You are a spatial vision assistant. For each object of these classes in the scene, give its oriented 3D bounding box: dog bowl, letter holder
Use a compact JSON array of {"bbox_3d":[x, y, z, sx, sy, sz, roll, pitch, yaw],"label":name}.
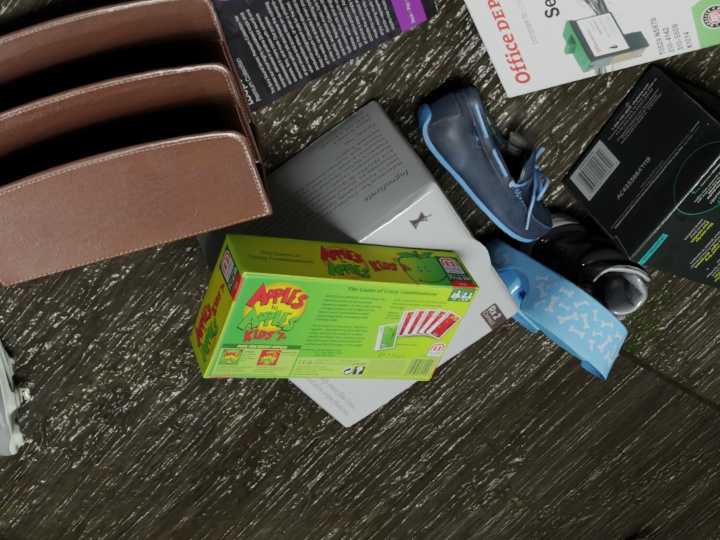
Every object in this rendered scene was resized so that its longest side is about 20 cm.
[{"bbox_3d":[0.175,0.031,0.984,0.050,0.200,0.111,-50,126,0],"label":"dog bowl"},{"bbox_3d":[-0.179,-0.093,0.709,0.200,0.101,0.142,-15,136,1],"label":"letter holder"}]

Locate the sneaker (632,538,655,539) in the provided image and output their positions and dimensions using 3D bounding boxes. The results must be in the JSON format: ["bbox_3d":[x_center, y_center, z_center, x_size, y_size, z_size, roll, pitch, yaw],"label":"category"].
[{"bbox_3d":[0.448,0.496,1.658,0.108,0.070,0.200,10,132,-29],"label":"sneaker"}]

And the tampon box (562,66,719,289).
[{"bbox_3d":[0.335,-0.082,1.006,0.200,0.126,0.150,14,123,-38],"label":"tampon box"}]

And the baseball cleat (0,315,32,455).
[{"bbox_3d":[-0.339,0.079,0.848,0.106,0.070,0.200,-9,125,-12],"label":"baseball cleat"}]

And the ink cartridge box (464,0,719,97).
[{"bbox_3d":[0.179,-0.224,0.760,0.200,0.084,0.146,-13,141,22],"label":"ink cartridge box"}]

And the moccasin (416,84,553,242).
[{"bbox_3d":[0.129,-0.090,0.919,0.068,0.080,0.200,-32,140,20],"label":"moccasin"}]

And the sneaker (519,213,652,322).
[{"bbox_3d":[0.262,0.000,1.046,0.200,0.114,0.076,2,125,-36],"label":"sneaker"}]

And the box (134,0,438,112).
[{"bbox_3d":[-0.054,-0.204,0.748,0.200,0.036,0.143,-29,137,-3],"label":"box"}]

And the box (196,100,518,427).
[{"bbox_3d":[0.000,0.000,0.900,0.200,0.131,0.199,-35,137,5],"label":"box"}]

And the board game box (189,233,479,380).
[{"bbox_3d":[-0.019,0.032,0.790,0.200,0.048,0.102,4,127,-30],"label":"board game box"}]
